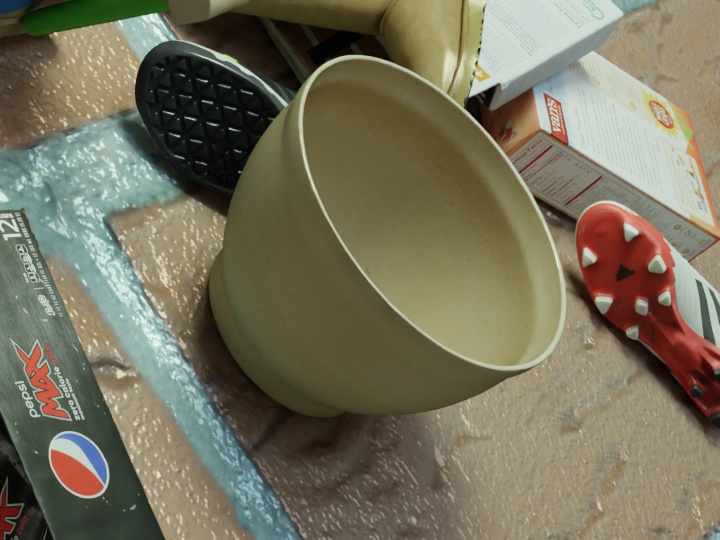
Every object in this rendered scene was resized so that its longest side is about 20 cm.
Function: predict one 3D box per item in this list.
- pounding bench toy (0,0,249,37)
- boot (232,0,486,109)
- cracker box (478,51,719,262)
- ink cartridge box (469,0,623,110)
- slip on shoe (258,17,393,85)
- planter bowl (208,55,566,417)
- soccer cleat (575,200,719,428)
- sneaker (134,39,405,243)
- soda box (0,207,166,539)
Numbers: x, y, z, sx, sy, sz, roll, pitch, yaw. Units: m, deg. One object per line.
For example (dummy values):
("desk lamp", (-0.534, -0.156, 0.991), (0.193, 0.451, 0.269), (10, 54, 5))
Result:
("pounding bench toy", (-0.165, -0.181, 1.078), (0.201, 0.156, 0.124), (58, 33, 8))
("boot", (-0.023, -0.160, 1.255), (0.198, 0.066, 0.176), (12, 51, -2))
("cracker box", (0.175, -0.097, 1.504), (0.199, 0.058, 0.135), (28, 39, -33))
("ink cartridge box", (0.058, -0.204, 1.424), (0.200, 0.041, 0.199), (46, 46, 15))
("slip on shoe", (-0.017, -0.153, 1.325), (0.201, 0.076, 0.061), (58, -5, 22))
("planter bowl", (0.000, 0.000, 1.132), (0.199, 0.134, 0.201), (30, 40, -29))
("soccer cleat", (0.223, 0.025, 1.449), (0.200, 0.068, 0.085), (48, 25, -13))
("sneaker", (-0.058, -0.078, 1.217), (0.199, 0.072, 0.083), (32, 13, -29))
("soda box", (-0.161, 0.072, 0.933), (0.070, 0.063, 0.201), (-4, 62, -51))
